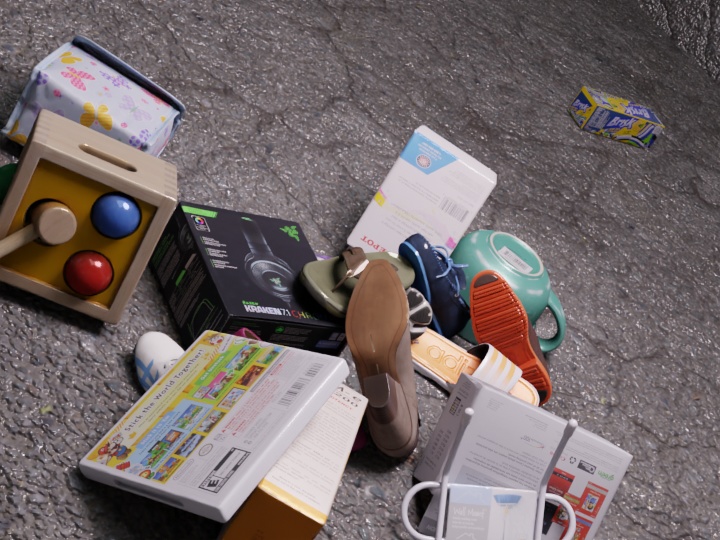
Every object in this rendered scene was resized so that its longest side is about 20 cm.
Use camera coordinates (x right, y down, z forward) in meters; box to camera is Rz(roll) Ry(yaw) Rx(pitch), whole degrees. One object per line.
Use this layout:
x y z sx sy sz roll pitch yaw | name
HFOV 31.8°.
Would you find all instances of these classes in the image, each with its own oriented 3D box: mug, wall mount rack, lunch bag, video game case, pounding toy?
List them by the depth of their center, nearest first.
-0.135 0.138 1.176 0.181 0.023 0.200 9 43 36 | video game case
-0.316 -0.043 1.297 0.199 0.185 0.142 23 20 -18 | pounding toy
0.148 0.235 1.323 0.199 0.175 0.075 7 -4 -14 | wall mount rack
-0.315 -0.197 1.551 0.169 0.127 0.200 33 23 -5 | lunch bag
0.198 0.021 1.741 0.184 0.115 0.152 14 35 -30 | mug

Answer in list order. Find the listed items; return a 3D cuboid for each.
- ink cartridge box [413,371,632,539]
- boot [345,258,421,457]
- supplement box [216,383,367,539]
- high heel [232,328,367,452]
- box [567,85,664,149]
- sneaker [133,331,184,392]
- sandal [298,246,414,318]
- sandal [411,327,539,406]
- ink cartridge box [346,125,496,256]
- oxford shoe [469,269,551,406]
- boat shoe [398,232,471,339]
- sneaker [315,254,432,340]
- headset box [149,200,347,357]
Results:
0.170 0.237 1.408 0.199 0.176 0.084 26 0 -14 | ink cartridge box
0.032 0.107 1.416 0.070 0.146 0.201 -3 64 13 | boot
-0.068 0.203 1.215 0.073 0.126 0.200 30 31 -4 | supplement box
-0.065 0.132 1.347 0.199 0.096 0.068 20 32 -22 | high heel
0.523 -0.311 2.583 0.199 0.064 0.070 11 37 -35 | box
-0.166 0.130 1.278 0.072 0.073 0.200 -2 44 -43 | sneaker
0.000 -0.001 1.459 0.080 0.057 0.201 46 33 16 | sandal
0.135 0.121 1.577 0.206 0.059 0.079 29 53 -1 | sandal
0.077 -0.075 1.701 0.128 0.201 0.125 33 12 0 | ink cartridge box
0.191 0.080 1.637 0.073 0.071 0.201 -73 143 -62 | oxford shoe
0.098 0.010 1.604 0.084 0.068 0.200 53 -8 32 | boat shoe
-0.002 0.020 1.579 0.199 0.081 0.083 24 20 0 | sneaker
-0.129 0.021 1.448 0.173 0.093 0.200 9 38 -37 | headset box
